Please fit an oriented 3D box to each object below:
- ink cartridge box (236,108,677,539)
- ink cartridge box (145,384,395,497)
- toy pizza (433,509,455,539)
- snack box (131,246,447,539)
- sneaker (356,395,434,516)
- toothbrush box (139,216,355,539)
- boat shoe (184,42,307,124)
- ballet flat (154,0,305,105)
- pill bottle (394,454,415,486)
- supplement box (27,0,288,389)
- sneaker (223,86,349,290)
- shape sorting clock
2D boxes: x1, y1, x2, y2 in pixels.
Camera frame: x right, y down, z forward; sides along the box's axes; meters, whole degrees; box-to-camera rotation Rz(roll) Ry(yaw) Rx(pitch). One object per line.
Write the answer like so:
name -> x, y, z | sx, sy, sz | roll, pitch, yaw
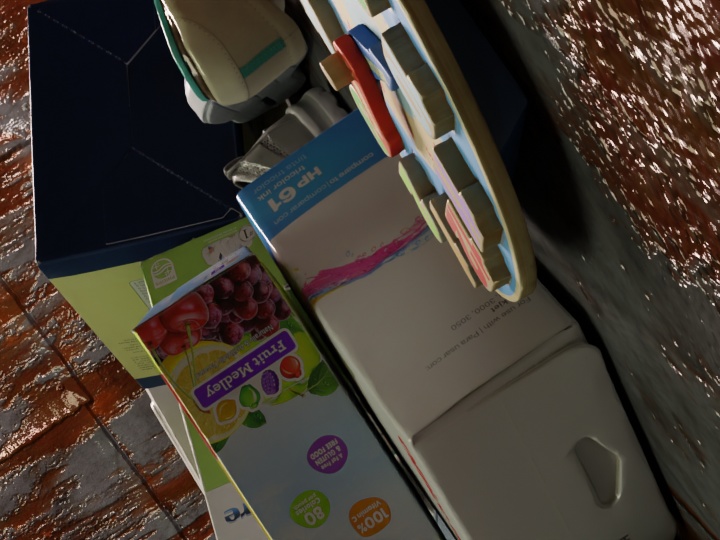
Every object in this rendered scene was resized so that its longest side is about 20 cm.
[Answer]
ink cartridge box -> 0.039, 0.039, 0.747 | 0.200, 0.084, 0.145 | 51, 173, 51
ink cartridge box -> -0.031, 0.097, 1.241 | 0.146, 0.200, 0.147 | 54, 176, 33
toy pizza -> 0.100, 0.157, 0.851 | 0.200, 0.032, 0.201 | 29, 124, 55
snack box -> -0.022, 0.088, 0.785 | 0.201, 0.067, 0.169 | 58, 177, -5
sneaker -> 0.069, 0.134, 0.977 | 0.201, 0.082, 0.075 | 60, 179, 13
toothbrush box -> -0.047, 0.091, 1.005 | 0.146, 0.086, 0.201 | 60, -173, -60
boat shoe -> -0.073, -0.123, 0.952 | 0.062, 0.072, 0.200 | 55, 179, 0
ballet flat -> -0.079, -0.157, 0.823 | 0.200, 0.069, 0.070 | 62, 180, 38
pill bottle -> 0.075, 0.168, 1.133 | 0.113, 0.112, 0.200 | 56, 176, 16
supplement box -> -0.121, -0.058, 1.139 | 0.200, 0.134, 0.201 | 64, -164, -60
sneaker -> 0.000, 0.000, 0.936 | 0.200, 0.082, 0.075 | 56, 176, 19
shape sorting clock -> 0.005, -0.077, 0.579 | 0.200, 0.039, 0.200 | 57, 176, 6
